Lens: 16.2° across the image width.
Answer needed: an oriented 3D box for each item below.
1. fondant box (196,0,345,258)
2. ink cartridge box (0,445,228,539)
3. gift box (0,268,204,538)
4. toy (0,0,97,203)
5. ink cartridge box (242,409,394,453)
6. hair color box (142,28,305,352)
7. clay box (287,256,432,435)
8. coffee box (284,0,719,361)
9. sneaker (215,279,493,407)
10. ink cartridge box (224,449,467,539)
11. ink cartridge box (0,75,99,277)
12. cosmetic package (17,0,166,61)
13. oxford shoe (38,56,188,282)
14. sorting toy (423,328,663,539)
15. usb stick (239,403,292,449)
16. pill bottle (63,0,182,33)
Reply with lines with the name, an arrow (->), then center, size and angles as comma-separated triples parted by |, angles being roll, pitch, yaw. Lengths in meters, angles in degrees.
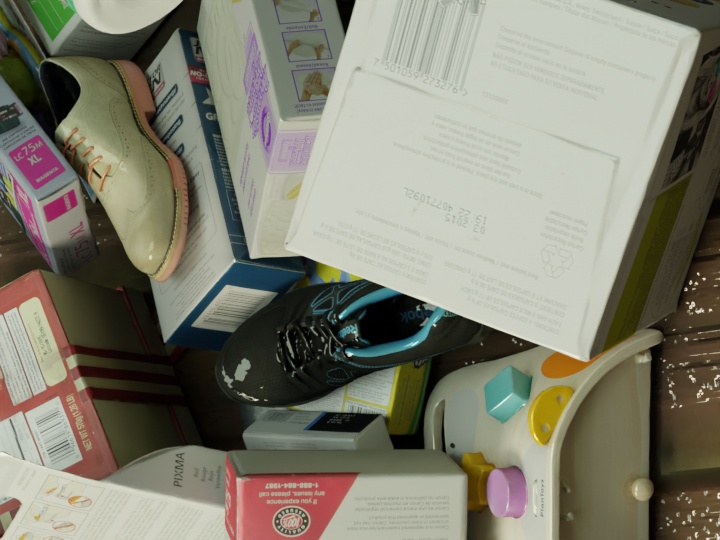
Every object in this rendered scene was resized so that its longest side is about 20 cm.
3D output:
fondant box -> -0.054, -0.130, 1.624 | 0.144, 0.058, 0.200 | 105, 154, -52
ink cartridge box -> -0.160, 0.163, 1.661 | 0.162, 0.200, 0.050 | 126, 156, -50
gift box -> -0.205, 0.113, 1.775 | 0.200, 0.187, 0.185 | -23, 76, 16
toy -> -0.251, -0.140, 1.820 | 0.200, 0.047, 0.115 | 63, 167, 5
ink cartridge box -> -0.004, 0.187, 1.683 | 0.099, 0.039, 0.200 | 0, 116, 37
hair color box -> -0.105, -0.055, 1.718 | 0.100, 0.060, 0.200 | -47, 46, 39
clay box -> 0.000, 0.000, 1.682 | 0.115, 0.048, 0.200 | 13, 93, 30
coffee box -> 0.104, -0.085, 1.496 | 0.199, 0.198, 0.200 | 22, 106, 18
sneaker -> -0.013, 0.037, 1.610 | 0.200, 0.082, 0.073 | -20, 83, 23
ink cartridge box -> -0.013, 0.217, 1.580 | 0.083, 0.145, 0.200 | -145, 56, -78
ink cartridge box -> -0.254, -0.098, 1.745 | 0.042, 0.119, 0.200 | -31, 67, -13
cosmetic package -> -0.159, -0.252, 1.781 | 0.200, 0.085, 0.108 | -49, 62, 29
oxford shoe -> -0.170, -0.069, 1.697 | 0.071, 0.074, 0.200 | -58, 39, 30
sorting toy -> 0.100, 0.135, 1.612 | 0.180, 0.107, 0.200 | 4, 94, 56
usb stick -> -0.063, 0.063, 1.754 | 0.055, 0.033, 0.200 | -7, 87, 32
pill bottle -> -0.199, -0.257, 1.687 | 0.200, 0.113, 0.113 | 42, 116, 28
